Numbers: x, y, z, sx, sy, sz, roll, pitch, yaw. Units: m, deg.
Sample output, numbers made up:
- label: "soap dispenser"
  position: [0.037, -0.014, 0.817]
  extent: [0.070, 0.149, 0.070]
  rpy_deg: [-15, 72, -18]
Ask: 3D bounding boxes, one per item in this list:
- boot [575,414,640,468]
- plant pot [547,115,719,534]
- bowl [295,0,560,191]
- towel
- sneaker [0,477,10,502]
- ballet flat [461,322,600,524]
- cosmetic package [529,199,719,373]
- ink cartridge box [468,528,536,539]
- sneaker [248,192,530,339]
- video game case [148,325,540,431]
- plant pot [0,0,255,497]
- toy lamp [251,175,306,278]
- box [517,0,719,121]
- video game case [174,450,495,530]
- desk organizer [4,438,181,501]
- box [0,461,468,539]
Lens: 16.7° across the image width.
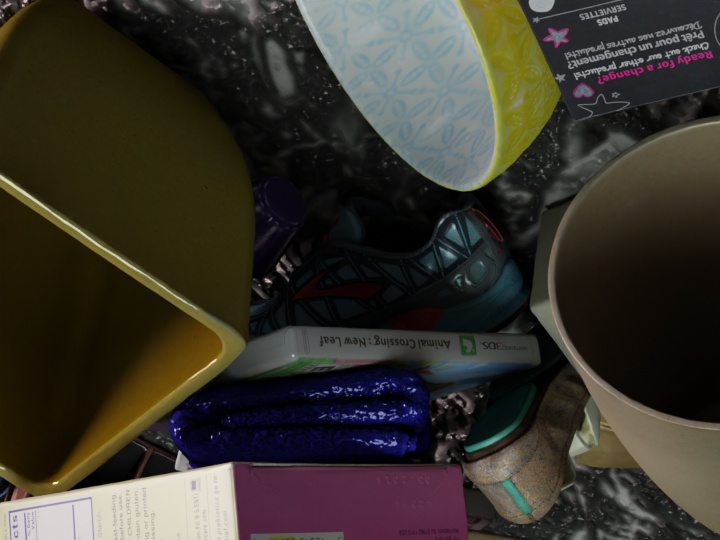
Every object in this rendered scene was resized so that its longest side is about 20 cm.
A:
- label: "boot"
  position: [0.232, 0.070, 1.472]
  extent: [0.199, 0.066, 0.176]
  rpy_deg: [7, 134, 7]
- label: "plant pot"
  position: [0.201, 0.053, 1.278]
  extent: [0.186, 0.188, 0.200]
  rpy_deg: [0, 146, 12]
- label: "bowl"
  position: [0.051, -0.151, 1.246]
  extent: [0.107, 0.200, 0.201]
  rpy_deg: [-31, 135, -18]
- label: "towel"
  position: [-0.030, 0.100, 1.401]
  extent: [0.147, 0.050, 0.200]
  rpy_deg: [-8, 168, 0]
- label: "sneaker"
  position: [-0.205, 0.202, 1.682]
  extent: [0.199, 0.078, 0.070]
  rpy_deg: [22, 134, -10]
- label: "ballet flat"
  position: [0.105, 0.088, 1.417]
  extent: [0.068, 0.200, 0.067]
  rpy_deg: [-28, 101, 28]
- label: "cosmetic package"
  position: [0.207, -0.007, 1.385]
  extent: [0.199, 0.088, 0.103]
  rpy_deg: [-21, 127, 27]
- label: "ink cartridge box"
  position: [0.000, 0.188, 1.517]
  extent: [0.199, 0.076, 0.164]
  rpy_deg: [0, 168, 45]
- label: "sneaker"
  position: [0.000, 0.000, 1.461]
  extent: [0.199, 0.079, 0.096]
  rpy_deg: [-12, 109, 22]
- label: "video game case"
  position: [-0.027, 0.066, 1.412]
  extent: [0.181, 0.022, 0.200]
  rpy_deg: [3, 164, -39]
- label: "plant pot"
  position: [-0.175, -0.033, 1.360]
  extent: [0.194, 0.201, 0.195]
  rpy_deg: [35, 130, -22]
- label: "toy lamp"
  position: [-0.106, 0.005, 1.486]
  extent: [0.058, 0.058, 0.200]
  rpy_deg: [36, 132, -23]
- label: "box"
  position: [0.147, -0.184, 1.144]
  extent: [0.131, 0.201, 0.115]
  rpy_deg: [-12, 129, 23]
- label: "video game case"
  position: [-0.019, 0.137, 1.574]
  extent: [0.199, 0.018, 0.143]
  rpy_deg: [16, 167, -3]
- label: "desk organizer"
  position: [-0.135, 0.175, 1.647]
  extent: [0.199, 0.072, 0.077]
  rpy_deg: [28, 131, -15]
- label: "box"
  position: [-0.070, 0.165, 1.346]
  extent: [0.199, 0.097, 0.175]
  rpy_deg: [-13, 168, 43]
